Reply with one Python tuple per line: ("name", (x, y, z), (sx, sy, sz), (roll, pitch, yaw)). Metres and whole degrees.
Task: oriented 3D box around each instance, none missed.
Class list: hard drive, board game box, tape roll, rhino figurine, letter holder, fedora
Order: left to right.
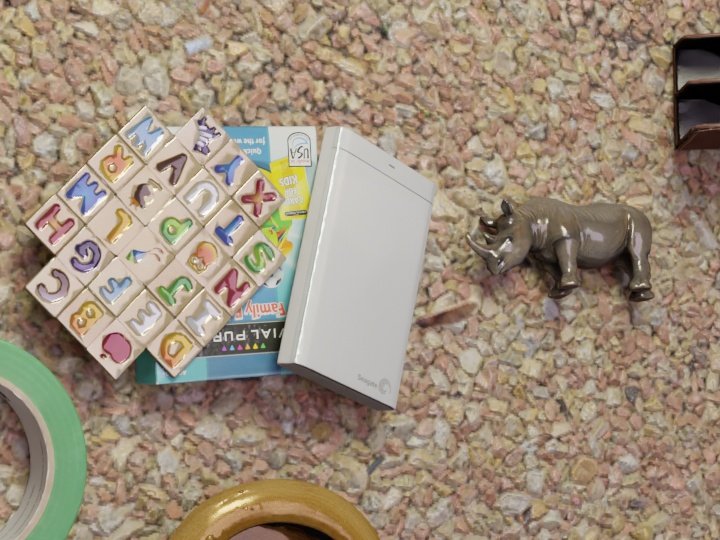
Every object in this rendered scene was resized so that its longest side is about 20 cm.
("tape roll", (-0.304, 0.145, 1.298), (0.200, 0.048, 0.201), (1, 88, -28))
("board game box", (-0.106, -0.014, 1.409), (0.151, 0.047, 0.201), (-3, 89, -28))
("fedora", (-0.076, 0.256, 1.397), (0.200, 0.082, 0.201), (1, 88, -23))
("hard drive", (0.000, 0.000, 1.441), (0.132, 0.027, 0.200), (29, 66, -46))
("rhino figurine", (0.177, -0.022, 1.553), (0.200, 0.060, 0.088), (4, 73, -26))
("letter holder", (0.389, -0.166, 1.581), (0.199, 0.142, 0.101), (-1, 88, 3))

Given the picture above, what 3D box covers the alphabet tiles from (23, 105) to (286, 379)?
("alphabet tiles", (-0.154, -0.022, 1.355), (0.200, 0.006, 0.166), (-47, 108, -19))
